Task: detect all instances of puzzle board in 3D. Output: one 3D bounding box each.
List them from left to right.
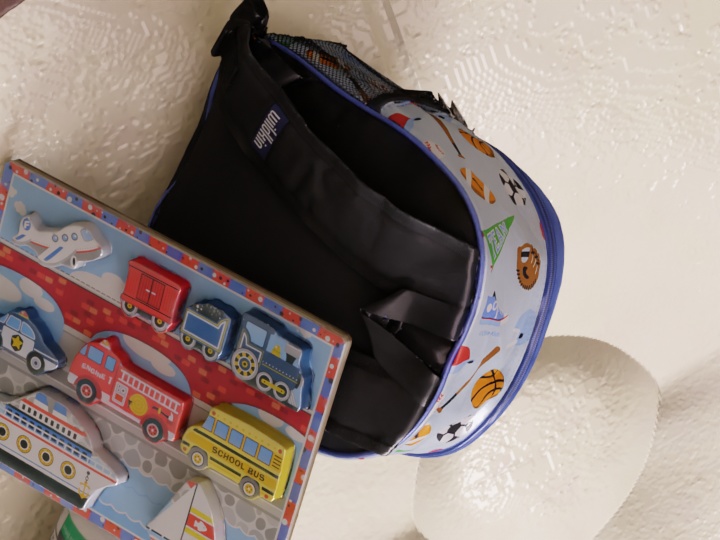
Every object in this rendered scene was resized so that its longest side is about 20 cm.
[{"bbox_3d":[-0.107,0.056,1.365,0.017,0.199,0.151,-20,132,-56],"label":"puzzle board"}]

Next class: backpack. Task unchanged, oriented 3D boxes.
[{"bbox_3d":[0.000,0.000,1.381,0.154,0.190,0.201,0,119,-46],"label":"backpack"}]

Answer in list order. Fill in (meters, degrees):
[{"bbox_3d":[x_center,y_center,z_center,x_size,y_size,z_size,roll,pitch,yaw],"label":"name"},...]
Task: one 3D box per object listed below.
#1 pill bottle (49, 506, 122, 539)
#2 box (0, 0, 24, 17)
[{"bbox_3d":[-0.132,0.212,1.483,0.113,0.113,0.201,15,110,-33],"label":"pill bottle"},{"bbox_3d":[-0.196,-0.144,1.253,0.200,0.100,0.075,-35,127,-6],"label":"box"}]
